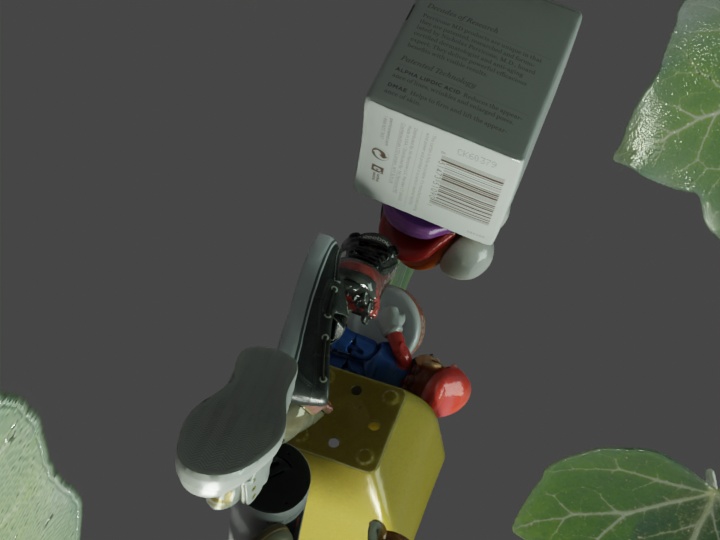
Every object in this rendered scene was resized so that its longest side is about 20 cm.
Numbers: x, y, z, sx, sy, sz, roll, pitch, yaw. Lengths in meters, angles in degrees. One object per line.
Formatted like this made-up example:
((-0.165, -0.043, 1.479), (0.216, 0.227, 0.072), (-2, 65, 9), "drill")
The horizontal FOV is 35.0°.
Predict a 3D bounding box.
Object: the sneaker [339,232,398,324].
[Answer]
((0.000, 0.000, 1.248), (0.200, 0.070, 0.099), (73, 39, -83), "sneaker")

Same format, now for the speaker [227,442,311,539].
((-0.099, 0.256, 1.207), (0.201, 0.081, 0.082), (103, 11, -55), "speaker")

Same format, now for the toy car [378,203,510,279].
((0.094, -0.081, 1.536), (0.149, 0.175, 0.201), (-22, 148, -27), "toy car")

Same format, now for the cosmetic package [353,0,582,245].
((0.107, -0.171, 1.172), (0.165, 0.164, 0.201), (101, 12, -61), "cosmetic package")

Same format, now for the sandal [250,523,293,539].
((-0.128, 0.322, 1.084), (0.200, 0.054, 0.081), (-38, 159, -31), "sandal")

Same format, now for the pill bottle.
((0.035, 0.076, 1.599), (0.200, 0.111, 0.113), (15, 97, -84), "pill bottle")

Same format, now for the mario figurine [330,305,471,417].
((0.049, 0.120, 1.467), (0.124, 0.199, 0.107), (97, 16, -68), "mario figurine")

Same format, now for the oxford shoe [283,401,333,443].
((-0.076, 0.136, 1.156), (0.074, 0.071, 0.200), (-43, 171, -4), "oxford shoe")

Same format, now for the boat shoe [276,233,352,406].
((-0.039, 0.047, 1.055), (0.069, 0.056, 0.201), (107, -1, -45), "boat shoe")

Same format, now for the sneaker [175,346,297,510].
((-0.099, 0.151, 0.892), (0.200, 0.073, 0.116), (-56, 163, -68), "sneaker")

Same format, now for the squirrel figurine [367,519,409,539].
((-0.026, 0.338, 1.159), (0.187, 0.199, 0.142), (-55, 137, -16), "squirrel figurine")

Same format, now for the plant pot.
((-0.013, 0.224, 1.380), (0.201, 0.194, 0.195), (88, 23, -54), "plant pot")
